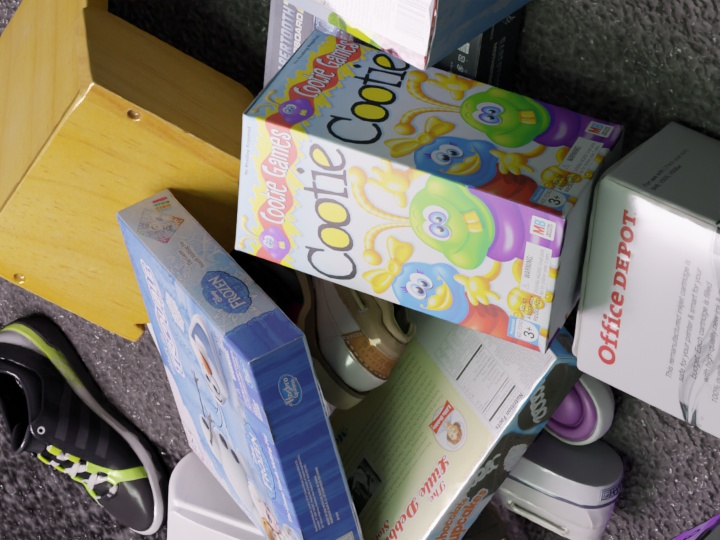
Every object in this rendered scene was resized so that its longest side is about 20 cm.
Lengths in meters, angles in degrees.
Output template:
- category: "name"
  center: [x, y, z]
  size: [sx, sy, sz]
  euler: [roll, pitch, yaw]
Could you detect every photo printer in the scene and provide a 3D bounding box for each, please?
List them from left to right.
- category: "photo printer"
  center: [-0.057, 0.213, 1.864]
  size: [0.166, 0.070, 0.200]
  euler: [19, 148, 6]

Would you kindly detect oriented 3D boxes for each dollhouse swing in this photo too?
- category: "dollhouse swing"
  center: [-0.158, -0.100, 1.778]
  size: [0.181, 0.176, 0.200]
  euler: [27, 134, -14]

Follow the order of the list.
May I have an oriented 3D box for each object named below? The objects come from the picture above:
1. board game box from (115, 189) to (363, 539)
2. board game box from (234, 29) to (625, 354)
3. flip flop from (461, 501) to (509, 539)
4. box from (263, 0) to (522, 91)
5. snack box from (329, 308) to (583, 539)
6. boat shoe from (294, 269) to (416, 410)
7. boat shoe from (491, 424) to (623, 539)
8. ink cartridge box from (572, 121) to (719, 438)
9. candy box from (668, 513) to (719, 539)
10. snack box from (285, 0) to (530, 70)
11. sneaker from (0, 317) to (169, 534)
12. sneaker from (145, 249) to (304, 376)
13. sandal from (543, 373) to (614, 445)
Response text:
- category: "board game box"
  center: [-0.074, 0.077, 1.669]
  size: [0.199, 0.043, 0.200]
  euler: [45, 156, 50]
- category: "board game box"
  center: [0.039, -0.048, 1.558]
  size: [0.200, 0.103, 0.105]
  euler: [19, 131, 16]
- category: "flip flop"
  center: [0.065, 0.197, 1.771]
  size: [0.200, 0.081, 0.058]
  euler: [67, -173, -56]
- category: "box"
  center: [0.017, -0.136, 1.631]
  size: [0.158, 0.051, 0.200]
  euler: [28, 133, 25]
- category: "snack box"
  center: [0.049, 0.090, 1.656]
  size: [0.200, 0.037, 0.116]
  euler: [-56, 52, 25]
- category: "boat shoe"
  center: [0.000, 0.000, 1.664]
  size: [0.068, 0.200, 0.075]
  euler: [-36, 126, 23]
- category: "boat shoe"
  center: [0.078, 0.116, 1.734]
  size: [0.200, 0.072, 0.066]
  euler: [23, 126, 18]
- category: "ink cartridge box"
  center: [0.231, 0.022, 1.522]
  size: [0.200, 0.083, 0.147]
  euler: [26, 132, 26]
- category: "candy box"
  center: [0.149, 0.252, 1.684]
  size: [0.072, 0.168, 0.200]
  euler: [54, 137, 0]
- category: "snack box"
  center: [0.008, -0.208, 1.503]
  size: [0.200, 0.169, 0.068]
  euler: [27, 131, 25]
- category: "sneaker"
  center: [-0.227, 0.128, 1.997]
  size: [0.200, 0.083, 0.072]
  euler: [51, 138, 2]
- category: "sneaker"
  center: [-0.071, 0.062, 1.822]
  size: [0.121, 0.084, 0.200]
  euler: [-13, 106, 55]
- category: "sandal"
  center: [0.076, 0.038, 1.694]
  size: [0.203, 0.050, 0.083]
  euler: [38, 134, 19]
